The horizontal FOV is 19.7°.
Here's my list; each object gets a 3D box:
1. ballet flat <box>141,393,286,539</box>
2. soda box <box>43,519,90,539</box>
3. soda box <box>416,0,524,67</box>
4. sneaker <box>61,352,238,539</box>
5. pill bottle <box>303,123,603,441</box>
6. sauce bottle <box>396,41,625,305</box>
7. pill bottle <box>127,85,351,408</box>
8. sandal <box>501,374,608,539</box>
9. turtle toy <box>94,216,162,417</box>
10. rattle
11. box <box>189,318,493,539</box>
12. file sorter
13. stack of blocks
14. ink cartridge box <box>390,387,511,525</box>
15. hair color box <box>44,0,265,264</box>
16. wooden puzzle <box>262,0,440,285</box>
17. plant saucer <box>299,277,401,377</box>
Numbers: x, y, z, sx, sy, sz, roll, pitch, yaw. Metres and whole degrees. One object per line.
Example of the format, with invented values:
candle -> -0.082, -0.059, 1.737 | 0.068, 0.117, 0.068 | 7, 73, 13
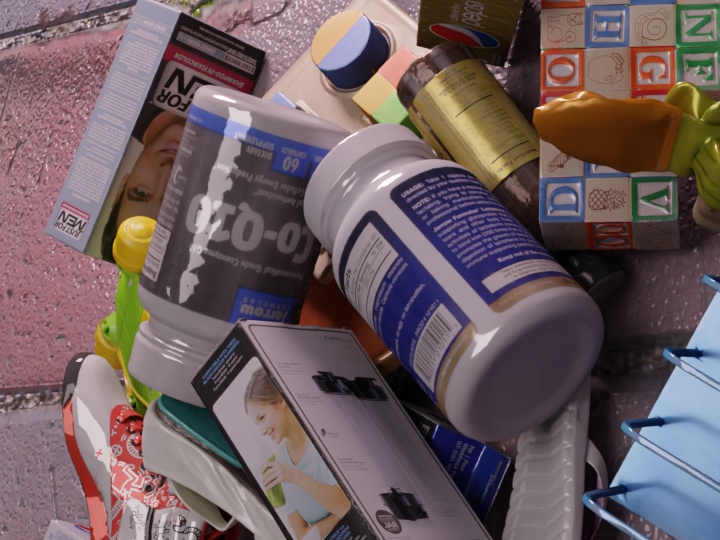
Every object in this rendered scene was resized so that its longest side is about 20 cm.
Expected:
ballet flat -> -0.068, 0.155, 1.379 | 0.199, 0.069, 0.070 | 33, 99, 22
soda box -> -0.230, 0.298, 1.576 | 0.063, 0.068, 0.201 | 23, 91, 45
soda box -> 0.077, -0.193, 1.372 | 0.067, 0.200, 0.065 | 14, 82, 2
sneaker -> -0.143, 0.146, 1.462 | 0.107, 0.067, 0.203 | -17, 74, 24
pill bottle -> 0.053, 0.002, 1.305 | 0.116, 0.115, 0.200 | -52, 53, 16
sauce bottle -> 0.101, -0.060, 1.368 | 0.065, 0.065, 0.201 | -44, 68, 23
pill bottle -> -0.085, -0.014, 1.399 | 0.113, 0.113, 0.202 | 24, 100, 45
sandal -> 0.129, 0.145, 1.298 | 0.082, 0.049, 0.204 | -36, 38, 56
turtle toy -> -0.125, 0.059, 1.533 | 0.146, 0.100, 0.201 | 109, 146, -45
rattle -> 0.210, -0.134, 1.228 | 0.142, 0.130, 0.201 | 18, 78, 23
box -> -0.009, 0.125, 1.306 | 0.060, 0.116, 0.201 | -49, 59, 25
file sorter -> 0.229, 0.076, 1.146 | 0.138, 0.123, 0.201 | 31, 98, 19
stack of blocks -> 0.172, -0.117, 1.310 | 0.114, 0.059, 0.202 | -1, 72, 10
ink cartridge box -> 0.015, 0.134, 1.404 | 0.200, 0.039, 0.100 | 24, 92, 53
hair color box -> -0.161, -0.101, 1.629 | 0.060, 0.099, 0.201 | 25, 93, 44
wooden puzzle -> -0.016, -0.108, 1.493 | 0.185, 0.046, 0.200 | -47, 43, 1
plant saucer -> 0.000, 0.000, 1.458 | 0.199, 0.032, 0.202 | -22, 47, 25
